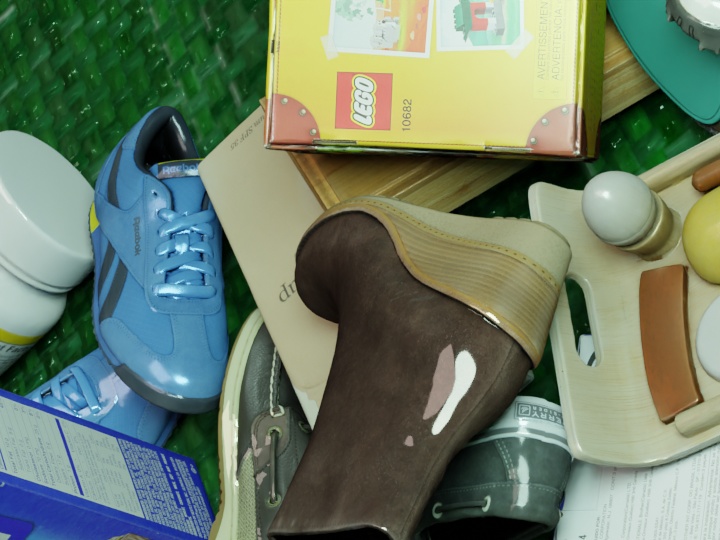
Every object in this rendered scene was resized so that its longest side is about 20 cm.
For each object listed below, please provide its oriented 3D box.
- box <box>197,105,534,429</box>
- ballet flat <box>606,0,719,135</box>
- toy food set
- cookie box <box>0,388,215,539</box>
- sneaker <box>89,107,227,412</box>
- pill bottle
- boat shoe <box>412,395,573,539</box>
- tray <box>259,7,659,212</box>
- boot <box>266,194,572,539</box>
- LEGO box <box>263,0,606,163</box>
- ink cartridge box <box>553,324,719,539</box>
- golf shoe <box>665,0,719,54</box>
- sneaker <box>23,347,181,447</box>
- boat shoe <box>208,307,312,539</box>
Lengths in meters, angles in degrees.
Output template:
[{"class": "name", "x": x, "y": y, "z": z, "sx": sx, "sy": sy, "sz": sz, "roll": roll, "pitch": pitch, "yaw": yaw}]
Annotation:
[{"class": "box", "x": 0.000, "y": 0.000, "z": 1.361, "sx": 0.095, "sy": 0.078, "sz": 0.200, "roll": -43, "pitch": 49, "yaw": 19}, {"class": "ballet flat", "x": 0.193, "y": -0.086, "z": 1.231, "sx": 0.200, "sy": 0.071, "sz": 0.069, "roll": 50, "pitch": 141, "yaw": 33}, {"class": "toy food set", "x": 0.165, "y": -0.017, "z": 1.131, "sx": 0.200, "sy": 0.060, "sz": 0.144, "roll": -28, "pitch": 52, "yaw": 31}, {"class": "cookie box", "x": -0.199, "y": 0.152, "z": 1.391, "sx": 0.171, "sy": 0.200, "sz": 0.075, "roll": -44, "pitch": 49, "yaw": 20}, {"class": "sneaker", "x": -0.105, "y": -0.010, "z": 1.434, "sx": 0.200, "sy": 0.066, "sz": 0.078, "roll": -105, "pitch": 33, "yaw": -47}, {"class": "pill bottle", "x": -0.244, "y": 0.016, "z": 1.551, "sx": 0.200, "sy": 0.114, "sz": 0.114, "roll": -41, "pitch": 50, "yaw": 22}, {"class": "boat shoe", "x": 0.043, "y": 0.116, "z": 1.233, "sx": 0.200, "sy": 0.069, "sz": 0.057, "roll": 129, "pitch": 150, "yaw": -61}, {"class": "tray", "x": 0.059, "y": -0.095, "z": 1.317, "sx": 0.200, "sy": 0.037, "sz": 0.099, "roll": -31, "pitch": 52, "yaw": -2}, {"class": "boot", "x": -0.003, "y": 0.049, "z": 1.191, "sx": 0.200, "sy": 0.072, "sz": 0.166, "roll": -2, "pitch": 51, "yaw": 57}, {"class": "LEGO box", "x": 0.038, "y": -0.152, "z": 1.236, "sx": 0.149, "sy": 0.077, "sz": 0.200, "roll": 3, "pitch": 92, "yaw": 12}, {"class": "ink cartridge box", "x": 0.163, "y": 0.095, "z": 1.177, "sx": 0.200, "sy": 0.076, "sz": 0.136, "roll": -6, "pitch": 68, "yaw": 39}, {"class": "golf shoe", "x": 0.210, "y": -0.184, "z": 1.190, "sx": 0.200, "sy": 0.094, "sz": 0.078, "roll": -44, "pitch": 63, "yaw": -12}, {"class": "sneaker", "x": -0.173, "y": 0.095, "z": 1.480, "sx": 0.200, "sy": 0.078, "sz": 0.066, "roll": -44, "pitch": 47, "yaw": 18}, {"class": "boat shoe", "x": -0.036, "y": 0.112, "z": 1.361, "sx": 0.065, "sy": 0.073, "sz": 0.200, "roll": -6, "pitch": 65, "yaw": 22}]
